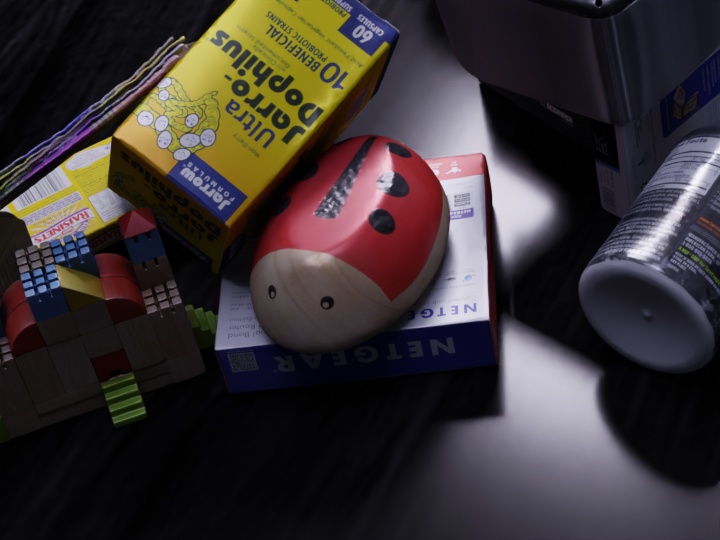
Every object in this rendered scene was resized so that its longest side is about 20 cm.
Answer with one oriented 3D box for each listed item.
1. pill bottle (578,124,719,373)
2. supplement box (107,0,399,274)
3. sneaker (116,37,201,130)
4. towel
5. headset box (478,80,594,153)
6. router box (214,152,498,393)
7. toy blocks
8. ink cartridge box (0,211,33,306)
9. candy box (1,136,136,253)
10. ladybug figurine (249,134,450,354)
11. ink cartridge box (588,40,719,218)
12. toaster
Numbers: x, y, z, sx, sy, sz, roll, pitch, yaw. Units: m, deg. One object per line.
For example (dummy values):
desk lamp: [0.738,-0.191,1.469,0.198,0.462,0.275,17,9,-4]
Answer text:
pill bottle: [0.244,-0.030,1.360,0.106,0.106,0.200,19,52,30]
supplement box: [-0.079,-0.116,1.409,0.109,0.110,0.200,38,71,4]
sneaker: [-0.124,-0.160,1.536,0.200,0.070,0.076,-49,48,2]
towel: [-0.213,-0.098,1.421,0.200,0.023,0.144,-39,7,-13]
headset box: [0.203,-0.194,1.549,0.200,0.093,0.174,-34,46,-19]
router box: [0.000,0.000,1.434,0.200,0.049,0.180,-7,43,8]
toy blocks: [-0.202,0.035,1.387,0.200,0.137,0.100,-19,43,-5]
ink cartridge box: [-0.343,0.048,1.448,0.146,0.084,0.200,7,46,21]
candy box: [-0.200,-0.066,1.572,0.200,0.026,0.102,-26,47,-12]
ladybug figurine: [-0.010,-0.029,1.377,0.136,0.072,0.200,6,47,21]
ink cartridge box: [0.254,-0.132,1.467,0.200,0.100,0.039,-38,47,-24]
toaster: [0.179,-0.217,1.422,0.200,0.119,0.181,23,56,38]
